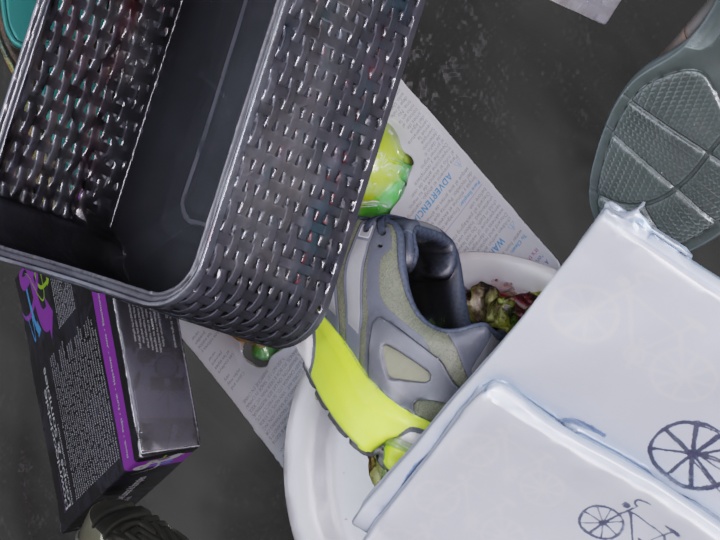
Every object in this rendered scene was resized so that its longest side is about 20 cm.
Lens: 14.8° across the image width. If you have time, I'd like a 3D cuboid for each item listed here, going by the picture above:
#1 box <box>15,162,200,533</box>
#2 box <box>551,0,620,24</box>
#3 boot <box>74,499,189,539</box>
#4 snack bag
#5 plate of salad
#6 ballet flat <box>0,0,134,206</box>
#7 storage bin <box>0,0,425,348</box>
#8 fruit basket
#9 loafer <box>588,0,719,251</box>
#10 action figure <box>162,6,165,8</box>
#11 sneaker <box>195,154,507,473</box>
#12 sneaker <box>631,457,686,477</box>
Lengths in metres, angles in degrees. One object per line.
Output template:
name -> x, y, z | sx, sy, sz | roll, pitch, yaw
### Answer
box -> -0.129, 0.043, 1.387 | 0.200, 0.036, 0.144 | 140, 121, -66
box -> 0.099, -0.224, 1.224 | 0.158, 0.050, 0.200 | -58, 30, 21
boot -> -0.108, 0.235, 1.380 | 0.182, 0.072, 0.200 | 38, 115, 26
snack bag -> 0.123, 0.089, 1.114 | 0.200, 0.188, 0.021 | -53, 10, 31
plate of salad -> 0.048, 0.092, 1.237 | 0.199, 0.048, 0.201 | 1, 92, 28
ballet flat -> -0.161, -0.105, 1.497 | 0.071, 0.071, 0.201 | -34, 59, 36
storage bin -> -0.066, -0.081, 1.189 | 0.135, 0.094, 0.201 | 16, 88, 37
fruit basket -> -0.012, -0.007, 1.331 | 0.200, 0.094, 0.185 | 47, 117, 21
loafer -> 0.159, -0.085, 1.091 | 0.072, 0.063, 0.200 | 40, 131, 12
action figure -> -0.058, -0.198, 1.306 | 0.149, 0.134, 0.200 | 31, 113, 1
sneaker -> 0.000, 0.000, 1.220 | 0.081, 0.074, 0.200 | -50, 57, 18
sneaker -> 0.142, 0.052, 1.164 | 0.199, 0.074, 0.085 | -21, 57, 22
